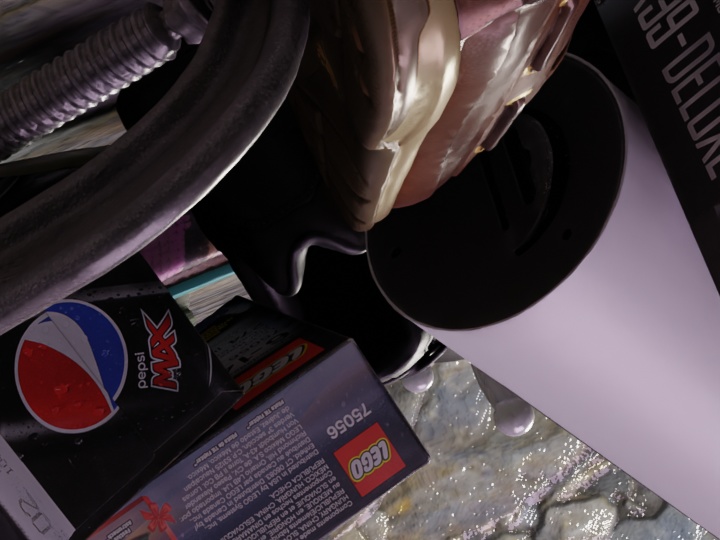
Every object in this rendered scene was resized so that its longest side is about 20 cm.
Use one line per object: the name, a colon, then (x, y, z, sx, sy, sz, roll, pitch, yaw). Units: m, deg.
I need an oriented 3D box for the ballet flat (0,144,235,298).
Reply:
ballet flat: (-0.121, 0.011, 0.887, 0.200, 0.071, 0.069, -31, -176, -17)

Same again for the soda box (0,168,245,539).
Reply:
soda box: (-0.109, 0.022, 0.736, 0.063, 0.071, 0.200, -42, -163, -21)

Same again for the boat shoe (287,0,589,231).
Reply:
boat shoe: (0.018, -0.056, 0.667, 0.068, 0.072, 0.200, -20, 175, -8)

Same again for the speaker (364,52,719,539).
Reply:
speaker: (0.088, 0.018, 0.801, 0.081, 0.081, 0.200, -23, 143, 27)

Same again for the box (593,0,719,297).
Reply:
box: (0.143, -0.008, 0.773, 0.050, 0.158, 0.200, -36, 131, 18)

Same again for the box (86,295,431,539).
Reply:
box: (-0.088, 0.081, 0.735, 0.200, 0.040, 0.137, -35, -168, -10)

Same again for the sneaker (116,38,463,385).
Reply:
sneaker: (0.000, 0.000, 0.842, 0.076, 0.091, 0.200, -35, 152, 12)

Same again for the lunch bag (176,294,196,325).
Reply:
lunch bag: (-0.140, 0.074, 1.042, 0.200, 0.168, 0.139, -22, 178, -9)

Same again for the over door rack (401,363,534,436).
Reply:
over door rack: (0.113, 0.004, 0.964, 0.148, 0.067, 0.200, -14, 176, -26)

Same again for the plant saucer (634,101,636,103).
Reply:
plant saucer: (0.143, -0.086, 1.072, 0.200, 0.029, 0.200, -23, -160, 9)

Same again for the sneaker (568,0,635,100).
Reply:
sneaker: (0.119, -0.085, 0.858, 0.200, 0.083, 0.072, -23, 178, 35)

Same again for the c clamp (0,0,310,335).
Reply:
c clamp: (-0.086, -0.021, 0.636, 0.200, 0.027, 0.171, -26, -158, 29)
